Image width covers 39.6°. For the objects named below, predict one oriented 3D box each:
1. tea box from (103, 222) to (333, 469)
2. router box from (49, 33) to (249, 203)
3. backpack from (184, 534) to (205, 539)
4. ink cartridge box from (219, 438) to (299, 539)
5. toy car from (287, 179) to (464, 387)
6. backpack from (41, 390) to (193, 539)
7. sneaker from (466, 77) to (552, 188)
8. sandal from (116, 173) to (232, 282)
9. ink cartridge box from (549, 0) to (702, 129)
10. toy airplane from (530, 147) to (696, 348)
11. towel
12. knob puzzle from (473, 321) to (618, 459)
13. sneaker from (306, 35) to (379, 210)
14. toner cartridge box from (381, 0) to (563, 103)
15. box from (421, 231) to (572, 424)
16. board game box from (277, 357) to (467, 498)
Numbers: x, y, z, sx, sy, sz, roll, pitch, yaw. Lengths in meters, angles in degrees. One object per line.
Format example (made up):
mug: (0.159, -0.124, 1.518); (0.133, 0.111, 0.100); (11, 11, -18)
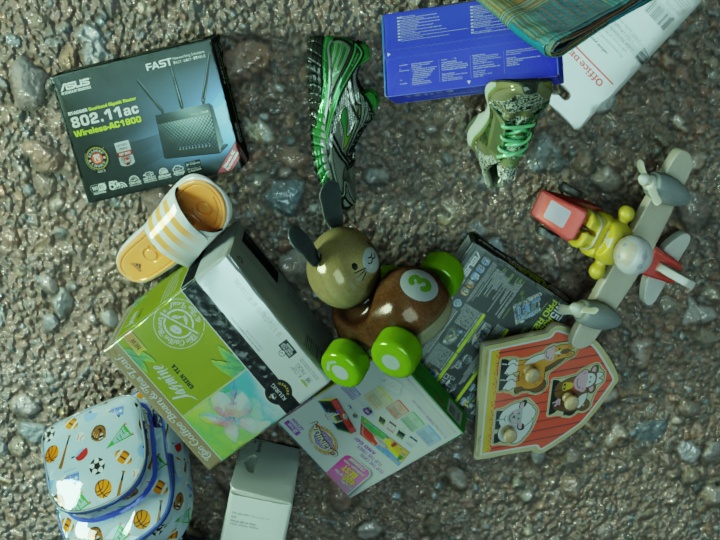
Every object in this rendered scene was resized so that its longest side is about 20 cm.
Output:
tea box: (-0.166, 0.090, 1.219); (0.196, 0.134, 0.201); (-36, 106, 12)
router box: (-0.242, -0.177, 1.165); (0.196, 0.062, 0.153); (-13, 107, 4)
backpack: (-0.295, 0.420, 1.311); (0.133, 0.183, 0.202); (33, 92, 6)
ink cartridge box: (-0.139, 0.343, 1.298); (0.082, 0.146, 0.204); (11, 109, -4)
toy car: (0.000, 0.000, 1.145); (0.156, 0.165, 0.201); (-16, 119, 41)
backpack: (-0.295, 0.258, 1.236); (0.197, 0.154, 0.193); (-25, 66, 8)
sneaker: (0.169, -0.148, 1.104); (0.075, 0.200, 0.090); (-4, 76, -5)
sandal: (-0.226, -0.030, 1.185); (0.079, 0.060, 0.206); (37, 127, -19)
ink cartridge box: (0.273, -0.274, 1.133); (0.116, 0.068, 0.200); (41, 104, -10)
toy airplane: (0.315, -0.022, 1.180); (0.196, 0.141, 0.203); (-18, 105, 1)
towel: (0.201, -0.305, 1.050); (0.145, 0.201, 0.022); (-32, 137, -5)
knob puzzle: (0.242, 0.157, 1.270); (0.215, 0.031, 0.223); (-9, 120, -15)
sneaker: (-0.018, -0.169, 1.162); (0.083, 0.078, 0.204); (-2, 108, 0)
toner cartridge box: (0.123, -0.246, 1.109); (0.196, 0.043, 0.097); (-3, 87, 21)
box: (0.148, 0.078, 1.265); (0.159, 0.044, 0.202); (30, 106, -11)
board game box: (0.013, 0.188, 1.275); (0.199, 0.040, 0.153); (-34, 106, 27)
